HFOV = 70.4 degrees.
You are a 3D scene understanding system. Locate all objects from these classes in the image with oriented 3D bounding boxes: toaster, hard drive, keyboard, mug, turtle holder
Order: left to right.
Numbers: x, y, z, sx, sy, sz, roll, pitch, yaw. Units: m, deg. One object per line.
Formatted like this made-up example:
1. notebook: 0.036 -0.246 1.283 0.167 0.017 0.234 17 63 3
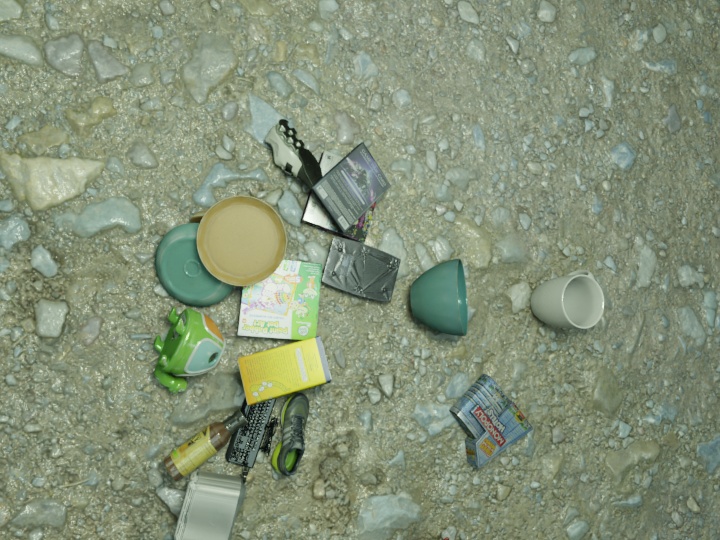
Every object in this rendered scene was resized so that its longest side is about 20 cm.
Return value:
1. turtle holder: -0.390 0.187 1.159 0.131 0.140 0.187 27 68 -32
2. toaster: -0.340 0.542 1.158 0.128 0.114 0.202 17 82 -14
3. keyboard: -0.248 0.376 1.241 0.103 0.040 0.202 20 80 -15
4. hard drive: 0.000 0.000 1.355 0.198 0.042 0.136 17 80 -16
5. mug: 0.597 0.074 1.480 0.148 0.175 0.200 46 73 -10

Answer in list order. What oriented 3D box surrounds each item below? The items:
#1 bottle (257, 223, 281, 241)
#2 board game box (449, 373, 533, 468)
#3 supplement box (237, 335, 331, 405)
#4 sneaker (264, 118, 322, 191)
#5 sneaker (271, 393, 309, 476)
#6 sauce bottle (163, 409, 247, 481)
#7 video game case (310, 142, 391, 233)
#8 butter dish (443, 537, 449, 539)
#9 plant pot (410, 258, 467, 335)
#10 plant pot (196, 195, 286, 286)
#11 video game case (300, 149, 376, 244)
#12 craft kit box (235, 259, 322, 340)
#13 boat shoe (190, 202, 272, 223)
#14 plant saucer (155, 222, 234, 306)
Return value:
1. bottle: -0.278 -0.074 1.218 0.198 0.065 0.084 -15 107 5
2. board game box: 0.351 0.434 1.427 0.200 0.062 0.201 -41 99 -18
3. supplement box: -0.177 0.239 1.213 0.198 0.109 0.111 -14 77 -8
4. sneaker: -0.170 -0.277 1.305 0.201 0.088 0.074 58 33 -3
5. sneaker: -0.158 0.402 1.243 0.073 0.081 0.202 12 83 -28
6. sauce bottle: -0.357 0.402 1.191 0.199 0.065 0.065 -35 96 -20
7. video game case: -0.021 -0.216 1.321 0.200 0.019 0.143 -46 113 -25
8. butter dish: 0.164 0.817 1.295 0.199 0.147 0.202 -11 87 -59
9. plant pot: 0.207 0.074 1.358 0.133 0.200 0.203 -4 86 18
10. plant pot: -0.267 -0.067 1.157 0.198 0.027 0.203 -1 93 -14
11. video game case: -0.046 -0.193 1.358 0.180 0.036 0.202 19 80 -16
12. craft kit box: -0.202 0.071 1.282 0.198 0.048 0.200 6 86 -18
13. boat shoe: -0.313 -0.132 1.254 0.197 0.072 0.065 -2 51 -12
14. plant saucer: -0.385 -0.007 1.184 0.197 0.036 0.203 0 104 2
